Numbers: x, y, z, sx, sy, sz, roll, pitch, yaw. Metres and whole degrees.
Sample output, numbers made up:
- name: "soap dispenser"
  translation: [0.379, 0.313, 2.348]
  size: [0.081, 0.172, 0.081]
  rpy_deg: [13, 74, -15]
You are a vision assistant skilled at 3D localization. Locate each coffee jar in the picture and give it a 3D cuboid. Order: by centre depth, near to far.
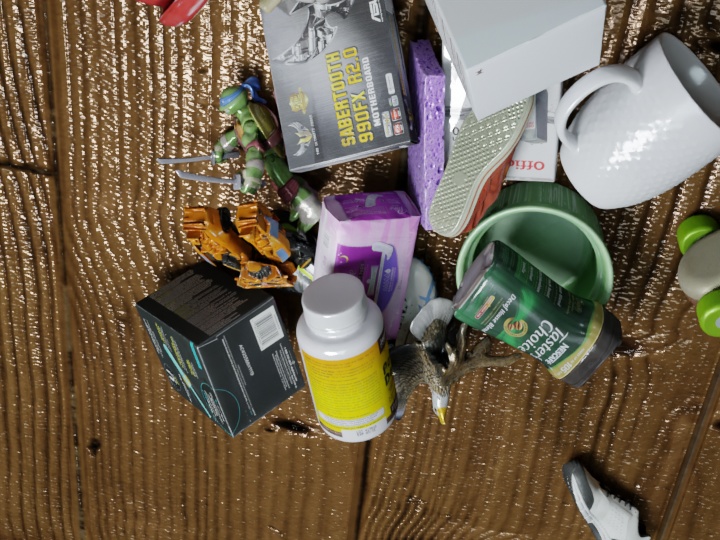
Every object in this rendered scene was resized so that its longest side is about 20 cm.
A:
- name: "coffee jar"
  translation: [0.218, 0.057, 1.263]
  size: [0.198, 0.086, 0.105]
  rpy_deg: [30, 123, -7]

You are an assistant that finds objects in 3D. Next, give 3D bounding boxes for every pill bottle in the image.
- name: "pill bottle"
  translation: [-0.017, 0.106, 1.270]
  size: [0.107, 0.110, 0.203]
  rpy_deg: [-1, 129, 13]

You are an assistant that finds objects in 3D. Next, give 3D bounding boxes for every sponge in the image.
- name: "sponge"
  translation: [0.080, -0.165, 1.259]
  size: [0.029, 0.112, 0.203]
  rpy_deg: [-5, 122, -6]

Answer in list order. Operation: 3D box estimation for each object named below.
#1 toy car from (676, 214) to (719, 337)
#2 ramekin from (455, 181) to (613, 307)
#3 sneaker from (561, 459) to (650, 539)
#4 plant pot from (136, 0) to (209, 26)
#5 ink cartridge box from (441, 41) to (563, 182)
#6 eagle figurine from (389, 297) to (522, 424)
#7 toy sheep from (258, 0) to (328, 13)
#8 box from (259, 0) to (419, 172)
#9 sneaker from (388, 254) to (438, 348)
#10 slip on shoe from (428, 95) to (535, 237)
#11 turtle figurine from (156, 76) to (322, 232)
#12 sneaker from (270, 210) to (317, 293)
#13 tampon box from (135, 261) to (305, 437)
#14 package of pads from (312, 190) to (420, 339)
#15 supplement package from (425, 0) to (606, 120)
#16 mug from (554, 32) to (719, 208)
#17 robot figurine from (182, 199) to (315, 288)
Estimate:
- name: "toy car"
  translation: [0.498, 0.033, 1.275]
  size: [0.156, 0.166, 0.200]
  rpy_deg: [-27, 125, 25]
- name: "ramekin"
  translation: [0.224, -0.015, 1.328]
  size: [0.196, 0.098, 0.203]
  rpy_deg: [6, 122, 9]
- name: "sneaker"
  translation: [0.367, 0.350, 1.548]
  size: [0.079, 0.074, 0.201]
  rpy_deg: [-30, 116, 10]
- name: "plant pot"
  translation: [-0.219, -0.385, 1.139]
  size: [0.182, 0.202, 0.200]
  rpy_deg: [41, 121, -18]
- name: "ink cartridge box"
  translation: [0.168, -0.214, 1.228]
  size: [0.142, 0.085, 0.203]
  rpy_deg: [4, 123, 10]
- name: "eagle figurine"
  translation: [0.092, 0.130, 1.377]
  size: [0.150, 0.153, 0.199]
  rpy_deg: [28, 165, -19]
- name: "toy sheep"
  translation: [-0.044, -0.367, 1.145]
  size: [0.199, 0.138, 0.138]
  rpy_deg: [-41, 108, 9]
- name: "box"
  translation: [-0.025, -0.233, 1.227]
  size: [0.155, 0.048, 0.204]
  rpy_deg: [-10, 90, 17]
- name: "sneaker"
  translation: [0.055, 0.071, 1.428]
  size: [0.071, 0.072, 0.203]
  rpy_deg: [27, 126, 20]
- name: "slip on shoe"
  translation: [0.146, -0.130, 1.204]
  size: [0.074, 0.061, 0.203]
  rpy_deg: [41, 118, 33]
- name: "turtle figurine"
  translation: [-0.146, -0.121, 1.318]
  size: [0.194, 0.201, 0.143]
  rpy_deg: [46, 150, -23]
- name: "sneaker"
  translation: [-0.071, 0.006, 1.430]
  size: [0.200, 0.074, 0.081]
  rpy_deg: [44, 130, -9]
- name: "tampon box"
  translation: [-0.194, 0.102, 1.417]
  size: [0.199, 0.125, 0.152]
  rpy_deg: [24, 139, 52]
- name: "package of pads"
  translation: [0.000, 0.000, 1.318]
  size: [0.118, 0.076, 0.203]
  rpy_deg: [-5, 126, -20]
- name: "supplement package"
  translation: [0.144, -0.297, 1.071]
  size: [0.149, 0.151, 0.203]
  rpy_deg: [-23, 76, 6]
- name: "mug"
  translation: [0.304, -0.166, 1.176]
  size: [0.198, 0.150, 0.175]
  rpy_deg: [21, 133, -38]
- name: "robot figurine"
  translation: [-0.140, -0.028, 1.295]
  size: [0.142, 0.059, 0.200]
  rpy_deg: [-3, 158, 16]
